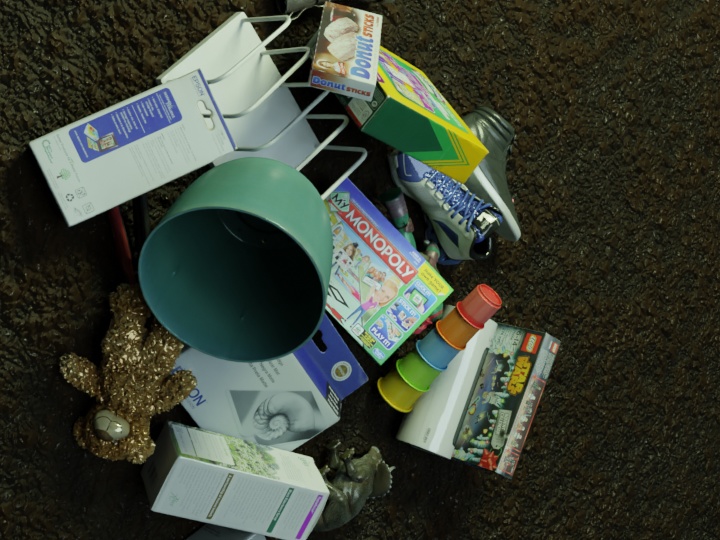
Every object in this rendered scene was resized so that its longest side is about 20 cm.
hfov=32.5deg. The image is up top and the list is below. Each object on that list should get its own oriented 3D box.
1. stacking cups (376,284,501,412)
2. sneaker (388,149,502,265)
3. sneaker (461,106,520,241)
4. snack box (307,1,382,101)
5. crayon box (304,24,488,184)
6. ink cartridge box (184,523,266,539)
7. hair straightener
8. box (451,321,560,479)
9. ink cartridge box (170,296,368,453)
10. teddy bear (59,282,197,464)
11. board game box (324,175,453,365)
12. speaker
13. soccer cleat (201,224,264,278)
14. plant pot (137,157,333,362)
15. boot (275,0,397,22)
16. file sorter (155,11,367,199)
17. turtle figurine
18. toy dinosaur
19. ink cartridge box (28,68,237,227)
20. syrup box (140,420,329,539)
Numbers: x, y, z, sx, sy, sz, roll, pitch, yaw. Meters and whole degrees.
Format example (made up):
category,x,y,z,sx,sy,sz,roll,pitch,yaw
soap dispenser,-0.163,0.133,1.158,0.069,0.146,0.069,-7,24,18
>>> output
category,x,y,z,sx,sy,sz,roll,pitch,yaw
stacking cups,0.105,0.101,1.599,0.060,0.061,0.200,20,124,-39
sneaker,0.127,-0.089,1.627,0.081,0.115,0.200,-43,121,-27
sneaker,0.190,-0.137,1.698,0.099,0.071,0.200,-44,117,-20
snack box,-0.015,-0.250,1.395,0.072,0.200,0.024,14,123,-6
crayon box,0.041,-0.206,1.490,0.172,0.200,0.058,25,113,-39
ink cartridge box,-0.188,0.404,1.463,0.200,0.084,0.146,-35,117,-31
hair straightener,-0.231,-0.007,1.390,0.077,0.041,0.200,-19,108,-25
box,0.181,0.172,1.694,0.040,0.137,0.200,30,77,-40
ink cartridge box,-0.111,0.126,1.464,0.200,0.041,0.200,-34,119,-2
teddy bear,-0.252,0.114,1.357,0.145,0.067,0.200,37,86,-16
board game box,0.000,0.000,1.525,0.135,0.029,0.200,-45,97,-9
speaker,0.117,0.150,1.678,0.081,0.081,0.200,28,78,-38
soccer cleat,-0.119,0.008,1.476,0.200,0.067,0.081,31,75,-35
plant pot,-0.119,-0.029,1.332,0.201,0.200,0.161,60,27,-28
boot,-0.036,-0.403,1.485,0.174,0.069,0.200,-8,95,-30
file sorter,-0.106,-0.178,1.421,0.139,0.124,0.200,-46,121,-25
turtle figurine,0.058,0.002,1.601,0.150,0.101,0.200,-39,113,-28
toy dinosaur,-0.028,0.287,1.582,0.200,0.077,0.102,-43,114,-29
ink cartridge box,-0.242,-0.131,1.319,0.200,0.039,0.100,-25,96,-11
syrup box,-0.145,0.248,1.440,0.200,0.079,0.082,20,108,-27
